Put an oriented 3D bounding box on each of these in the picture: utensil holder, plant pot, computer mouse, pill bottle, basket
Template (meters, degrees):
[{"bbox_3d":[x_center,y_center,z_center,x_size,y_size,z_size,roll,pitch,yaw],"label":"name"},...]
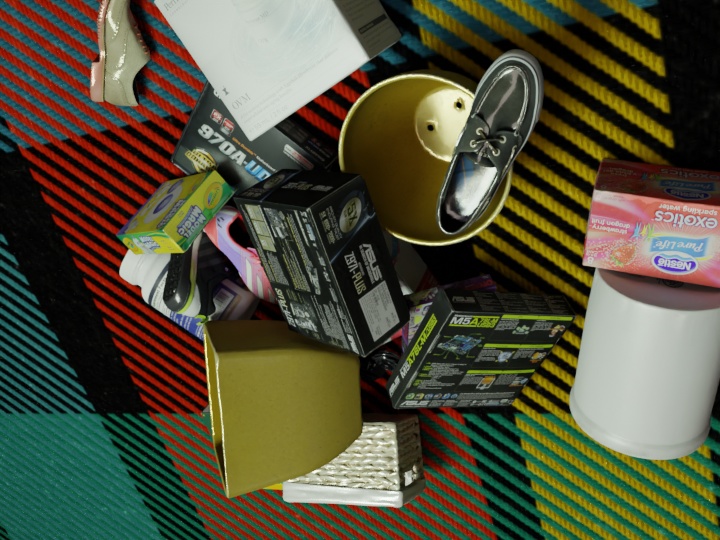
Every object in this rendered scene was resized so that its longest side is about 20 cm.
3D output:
[{"bbox_3d":[0.350,0.093,0.900,0.169,0.170,0.201,11,121,18],"label":"utensil holder"},{"bbox_3d":[-0.105,0.170,1.043,0.199,0.194,0.197,-7,100,-16],"label":"plant pot"},{"bbox_3d":[0.021,0.131,1.098,0.058,0.034,0.200,23,162,-9],"label":"computer mouse"},{"bbox_3d":[0.092,-0.151,0.882,0.199,0.142,0.201,11,124,18],"label":"plant pot"},{"bbox_3d":[-0.264,0.025,1.163,0.199,0.116,0.116,34,127,2],"label":"pill bottle"},{"bbox_3d":[-0.009,0.289,1.171,0.199,0.135,0.124,-4,85,21],"label":"basket"}]

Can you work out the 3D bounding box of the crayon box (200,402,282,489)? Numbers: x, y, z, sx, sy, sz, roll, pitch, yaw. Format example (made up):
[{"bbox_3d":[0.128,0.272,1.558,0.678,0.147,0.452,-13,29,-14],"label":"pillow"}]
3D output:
[{"bbox_3d":[-0.158,0.302,1.316,0.199,0.058,0.173,-5,116,26],"label":"crayon box"}]

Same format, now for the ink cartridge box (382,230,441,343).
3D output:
[{"bbox_3d":[0.000,0.000,1.050,0.145,0.083,0.200,-29,105,34],"label":"ink cartridge box"}]

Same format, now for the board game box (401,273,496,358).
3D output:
[{"bbox_3d":[0.115,0.093,1.019,0.119,0.032,0.201,-17,139,-13],"label":"board game box"}]

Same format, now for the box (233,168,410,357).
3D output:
[{"bbox_3d":[-0.046,-0.014,0.915,0.163,0.086,0.201,12,129,50],"label":"box"}]

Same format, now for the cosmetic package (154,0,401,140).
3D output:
[{"bbox_3d":[-0.096,-0.299,0.891,0.199,0.123,0.201,-26,105,33],"label":"cosmetic package"}]

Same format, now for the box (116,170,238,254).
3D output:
[{"bbox_3d":[-0.256,-0.078,1.047,0.199,0.118,0.048,1,139,50],"label":"box"}]

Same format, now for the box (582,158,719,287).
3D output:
[{"bbox_3d":[0.362,-0.052,0.851,0.199,0.095,0.103,11,124,18],"label":"box"}]

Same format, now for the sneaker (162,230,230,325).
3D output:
[{"bbox_3d":[-0.231,-0.013,1.100,0.083,0.201,0.072,27,145,-31],"label":"sneaker"}]

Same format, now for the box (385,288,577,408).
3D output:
[{"bbox_3d":[0.157,0.109,1.001,0.199,0.048,0.194,3,130,-26],"label":"box"}]

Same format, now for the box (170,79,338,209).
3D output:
[{"bbox_3d":[-0.150,-0.156,1.046,0.200,0.046,0.159,38,128,-1],"label":"box"}]

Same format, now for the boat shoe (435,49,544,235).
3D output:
[{"bbox_3d":[0.128,-0.121,0.760,0.068,0.057,0.201,24,126,9],"label":"boat shoe"}]

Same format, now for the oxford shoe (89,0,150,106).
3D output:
[{"bbox_3d":[-0.320,-0.320,1.024,0.073,0.071,0.201,12,126,-13],"label":"oxford shoe"}]

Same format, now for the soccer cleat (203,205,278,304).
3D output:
[{"bbox_3d":[-0.146,-0.016,1.085,0.076,0.067,0.200,5,143,48],"label":"soccer cleat"}]
